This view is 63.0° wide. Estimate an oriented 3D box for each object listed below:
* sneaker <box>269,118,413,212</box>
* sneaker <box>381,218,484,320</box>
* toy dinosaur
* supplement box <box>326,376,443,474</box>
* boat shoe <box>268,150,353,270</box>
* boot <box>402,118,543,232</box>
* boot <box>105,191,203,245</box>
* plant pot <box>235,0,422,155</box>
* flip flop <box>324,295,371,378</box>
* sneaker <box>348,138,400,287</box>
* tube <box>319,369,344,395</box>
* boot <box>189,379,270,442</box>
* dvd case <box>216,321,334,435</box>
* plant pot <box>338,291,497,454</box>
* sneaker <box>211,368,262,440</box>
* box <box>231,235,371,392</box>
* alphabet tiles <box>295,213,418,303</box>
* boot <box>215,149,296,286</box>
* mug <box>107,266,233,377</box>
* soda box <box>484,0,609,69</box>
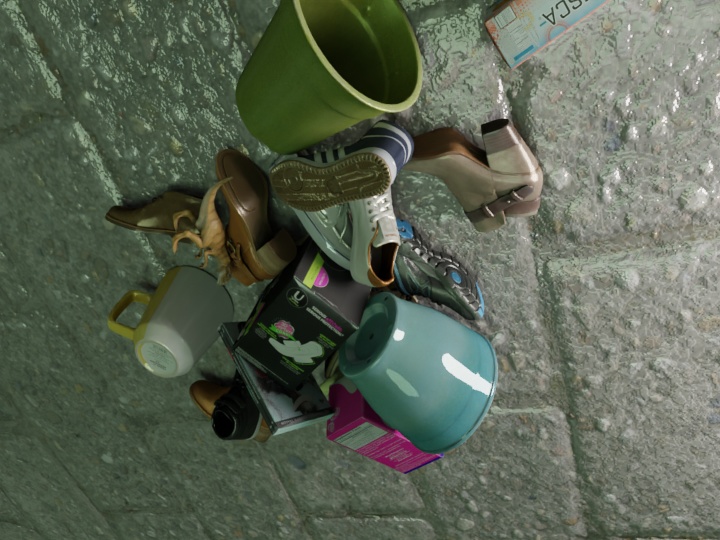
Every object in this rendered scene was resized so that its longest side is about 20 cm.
[{"bbox_3d":[-0.021,-0.137,0.758,0.195,0.109,0.072,-1,124,36],"label":"sneaker"},{"bbox_3d":[0.102,0.010,0.891,0.199,0.073,0.082,41,122,-1],"label":"sneaker"},{"bbox_3d":[-0.231,-0.069,0.885,0.102,0.062,0.205,-2,133,-6],"label":"toy dinosaur"},{"bbox_3d":[0.044,0.263,1.030,0.198,0.104,0.102,34,129,-30],"label":"supplement box"},{"bbox_3d":[-0.042,-0.099,0.858,0.085,0.075,0.204,-35,95,30],"label":"boat shoe"},{"bbox_3d":[0.145,-0.118,0.795,0.194,0.071,0.149,-5,130,28],"label":"boot"},{"bbox_3d":[-0.326,-0.095,0.963,0.192,0.074,0.079,9,102,12],"label":"boot"},{"bbox_3d":[-0.056,-0.237,0.710,0.201,0.203,0.187,46,136,-18],"label":"plant pot"},{"bbox_3d":[-0.017,0.118,0.998,0.056,0.083,0.202,17,130,-16],"label":"flip flop"},{"bbox_3d":[0.028,-0.079,0.811,0.084,0.071,0.208,16,112,57],"label":"sneaker"},{"bbox_3d":[-0.005,0.180,1.055,0.058,0.052,0.200,46,126,0],"label":"tube"},{"bbox_3d":[-0.232,0.235,1.149,0.197,0.077,0.158,33,121,6],"label":"boot"},{"bbox_3d":[-0.138,0.167,0.969,0.022,0.144,0.203,-45,64,25],"label":"dvd case"},{"bbox_3d":[0.073,0.138,0.882,0.186,0.204,0.198,35,128,-26],"label":"plant pot"},{"bbox_3d":[-0.214,0.212,1.060,0.068,0.099,0.208,9,92,21],"label":"sneaker"},{"bbox_3d":[-0.086,0.059,0.922,0.123,0.150,0.200,37,127,-13],"label":"box"},{"bbox_3d":[0.000,0.000,0.955,0.165,0.008,0.201,-29,112,31],"label":"alphabet tiles"},{"bbox_3d":[-0.194,-0.072,0.926,0.153,0.073,0.205,-24,96,50],"label":"boot"},{"bbox_3d":[-0.334,0.105,1.037,0.181,0.155,0.152,-14,121,25],"label":"mug"},{"bbox_3d":[0.230,-0.309,0.631,0.197,0.069,0.064,-30,113,32],"label":"soda box"}]
